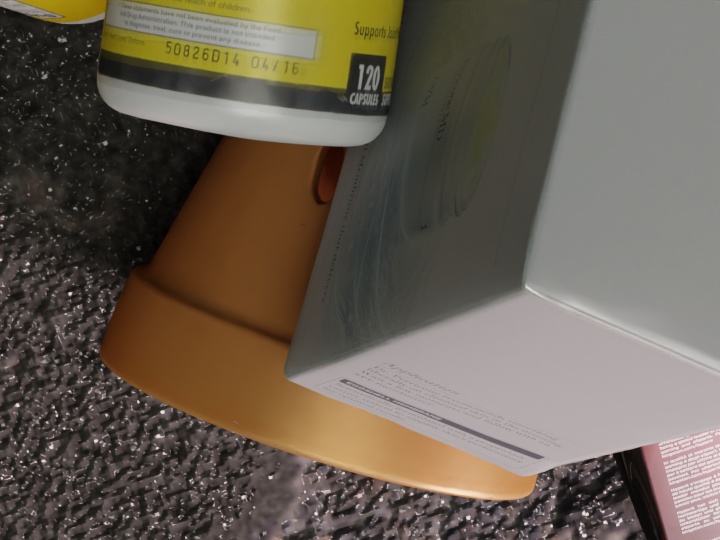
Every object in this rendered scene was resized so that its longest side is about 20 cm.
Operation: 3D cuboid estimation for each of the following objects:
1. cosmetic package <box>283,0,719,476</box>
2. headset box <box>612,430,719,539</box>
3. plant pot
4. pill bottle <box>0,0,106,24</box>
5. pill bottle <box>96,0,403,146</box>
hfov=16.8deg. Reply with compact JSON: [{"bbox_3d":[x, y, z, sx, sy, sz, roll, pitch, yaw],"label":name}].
[{"bbox_3d":[0.084,-0.046,0.898,0.122,0.200,0.201,23,70,-21],"label":"cosmetic package"},{"bbox_3d":[0.146,0.048,1.094,0.077,0.149,0.201,-20,131,1],"label":"headset box"},{"bbox_3d":[0.000,0.000,1.061,0.199,0.200,0.141,15,96,-15],"label":"plant pot"},{"bbox_3d":[-0.134,-0.161,0.952,0.115,0.114,0.200,-54,148,16],"label":"pill bottle"},{"bbox_3d":[-0.032,-0.152,0.901,0.111,0.112,0.201,7,97,-11],"label":"pill bottle"}]
